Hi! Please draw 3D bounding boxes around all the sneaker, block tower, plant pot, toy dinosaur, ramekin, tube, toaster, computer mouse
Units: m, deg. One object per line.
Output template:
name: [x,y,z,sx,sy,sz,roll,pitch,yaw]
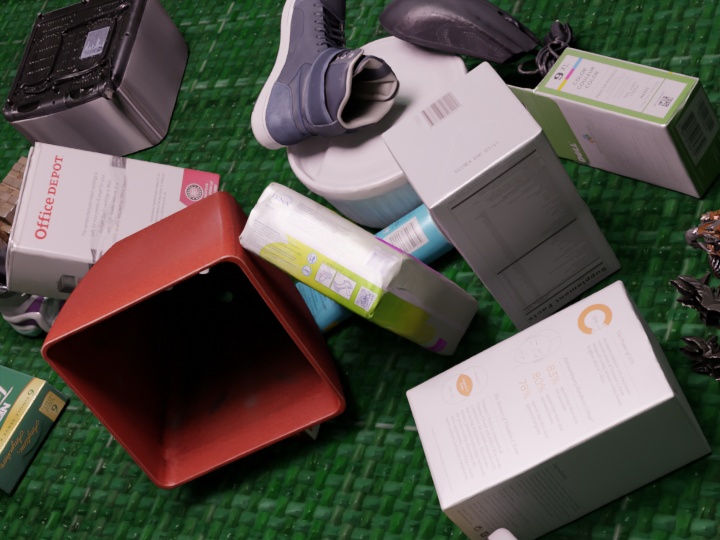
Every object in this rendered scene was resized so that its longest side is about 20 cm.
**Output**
sneaker: [-0.338,0.014,1.497,0.200,0.140,0.078,-7,53,30]
block tower: [-0.429,-0.045,1.666,0.058,0.054,0.200,21,69,41]
plant pot: [-0.147,0.045,1.289,0.200,0.200,0.176,-25,34,14]
toy dinosaur: [0.321,0.015,1.102,0.136,0.102,0.200,-30,21,-13]
ramekin: [0.033,-0.132,1.400,0.202,0.094,0.203,-17,49,21]
sneaker: [-0.017,-0.217,1.366,0.146,0.077,0.203,-6,63,45]
tube: [-0.003,0.007,1.353,0.200,0.050,0.078,-32,41,16]
toaster: [-0.320,-0.229,1.692,0.181,0.119,0.200,-12,51,27]
computer mouse: [0.119,-0.243,1.365,0.200,0.053,0.139,14,27,5]

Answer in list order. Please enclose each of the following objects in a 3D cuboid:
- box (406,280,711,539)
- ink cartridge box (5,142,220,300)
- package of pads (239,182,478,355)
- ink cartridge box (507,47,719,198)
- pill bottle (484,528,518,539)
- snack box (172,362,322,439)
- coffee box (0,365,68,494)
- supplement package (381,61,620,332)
box: [0.156,0.121,1.119,0.200,0.098,0.125,-29,45,13]
ink cartridge box: [-0.256,-0.040,1.453,0.200,0.085,0.146,11,52,-11]
package of pads: [0.000,0.000,1.217,0.154,0.200,0.068,29,89,26]
ink cartridge box: [0.227,-0.141,1.272,0.200,0.104,0.059,22,70,43]
pill bottle: [0.071,0.296,1.028,0.200,0.111,0.111,-44,44,-4]
snack box: [-0.121,0.125,1.351,0.200,0.024,0.072,-2,55,32]
coffee box: [-0.417,0.157,1.507,0.200,0.044,0.123,14,65,40]
supplement package: [0.124,-0.058,1.206,0.114,0.200,0.110,-34,45,5]
